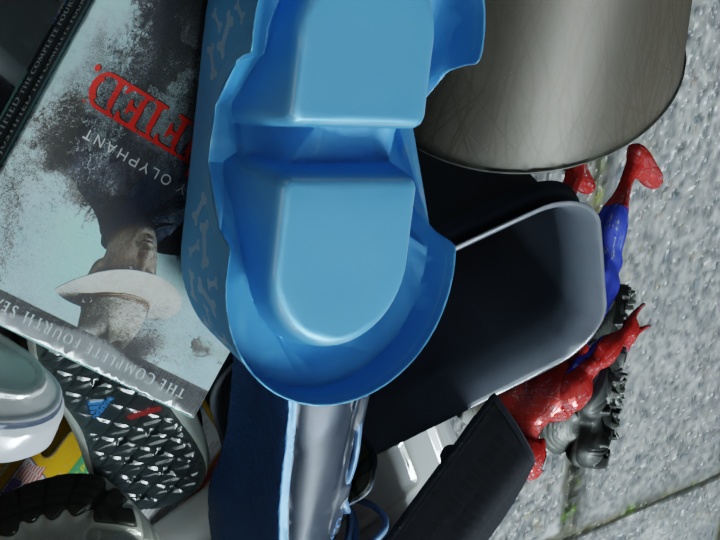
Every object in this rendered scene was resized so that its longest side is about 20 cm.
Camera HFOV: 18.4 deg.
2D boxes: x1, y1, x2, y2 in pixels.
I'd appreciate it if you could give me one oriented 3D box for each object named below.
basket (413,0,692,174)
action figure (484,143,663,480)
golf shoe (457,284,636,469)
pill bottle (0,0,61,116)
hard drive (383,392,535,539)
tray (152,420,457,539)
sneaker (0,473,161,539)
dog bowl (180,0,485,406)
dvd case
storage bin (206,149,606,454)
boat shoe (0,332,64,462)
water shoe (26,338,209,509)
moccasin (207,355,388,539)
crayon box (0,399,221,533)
[{"bbox_3d":[0.086,-0.171,0.942,0.180,0.136,0.200,-47,154,-44],"label":"basket"},{"bbox_3d":[0.109,0.024,1.143,0.065,0.200,0.052,1,139,28],"label":"action figure"},{"bbox_3d":[0.104,0.049,1.237,0.094,0.200,0.078,6,101,10],"label":"golf shoe"},{"bbox_3d":[-0.192,-0.025,0.924,0.200,0.106,0.106,-48,142,19],"label":"pill bottle"},{"bbox_3d":[0.024,0.152,1.095,0.135,0.042,0.200,-51,172,-29],"label":"hard drive"},{"bbox_3d":[-0.021,0.130,1.171,0.200,0.022,0.107,-36,120,-26],"label":"tray"},{"bbox_3d":[-0.181,0.149,1.015,0.200,0.077,0.085,-6,146,15],"label":"sneaker"},{"bbox_3d":[-0.015,-0.050,0.864,0.111,0.050,0.200,-2,103,-38],"label":"dog bowl"},{"bbox_3d":[-0.071,-0.055,0.873,0.146,0.022,0.200,31,88,-43],"label":"dvd case"},{"bbox_3d":[0.000,0.000,1.076,0.200,0.134,0.146,-25,144,-9],"label":"storage bin"},{"bbox_3d":[-0.199,0.010,0.840,0.200,0.074,0.065,23,118,-16],"label":"boat shoe"},{"bbox_3d":[-0.111,0.024,0.975,0.071,0.079,0.200,-11,139,-9],"label":"water shoe"},{"bbox_3d":[-0.019,0.091,0.987,0.068,0.080,0.200,-17,142,-28],"label":"moccasin"},{"bbox_3d":[-0.128,0.109,1.123,0.126,0.052,0.200,-54,144,-23],"label":"crayon box"}]
